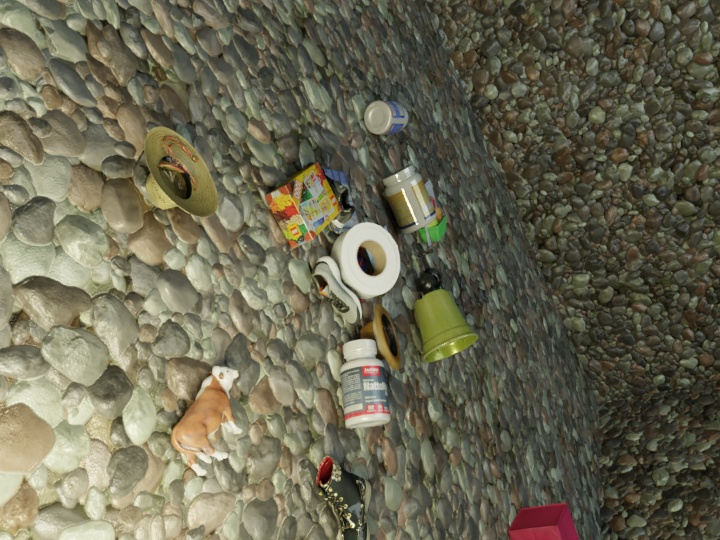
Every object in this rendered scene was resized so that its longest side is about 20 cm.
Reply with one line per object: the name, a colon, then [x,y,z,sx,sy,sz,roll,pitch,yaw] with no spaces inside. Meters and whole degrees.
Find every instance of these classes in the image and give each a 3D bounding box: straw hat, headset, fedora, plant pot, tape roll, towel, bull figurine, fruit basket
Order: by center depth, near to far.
bull figurine: [-0.275,0.271,1.110,0.123,0.064,0.201,58,33,-16]
straw hat: [-0.374,-0.170,1.178,0.202,0.084,0.204,48,24,-29]
fedora: [0.050,0.192,1.672,0.200,0.079,0.207,-20,91,-77]
tape roll: [0.016,-0.027,1.689,0.197,0.070,0.210,8,74,-29]
towel: [-0.057,-0.205,1.797,0.145,0.023,0.207,-2,75,-60]
plant pot: [0.265,0.173,1.987,0.198,0.198,0.189,14,50,-55]
headset: [0.252,0.029,2.116,0.123,0.092,0.206,-34,103,-60]
fruit basket: [0.253,-0.216,2.244,0.185,0.091,0.206,-46,118,-58]

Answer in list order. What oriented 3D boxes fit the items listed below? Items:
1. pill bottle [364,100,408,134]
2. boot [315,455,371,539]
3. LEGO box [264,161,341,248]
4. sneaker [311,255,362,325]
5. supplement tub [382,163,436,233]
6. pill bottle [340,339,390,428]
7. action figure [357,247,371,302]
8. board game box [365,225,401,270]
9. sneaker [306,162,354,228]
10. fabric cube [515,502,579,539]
pill bottle: [0.100,-0.553,2.174,0.199,0.109,0.116,-25,94,-61]
boot: [-0.044,0.538,1.349,0.154,0.072,0.208,47,33,-32]
LEGO box: [-0.145,-0.174,1.573,0.152,0.075,0.201,62,31,-15]
sneaker: [-0.067,0.065,1.588,0.203,0.073,0.080,57,42,-13]
supplement tub: [0.167,-0.248,2.078,0.205,0.141,0.144,65,30,-10]
pill bottle: [0.008,0.287,1.531,0.118,0.117,0.207,21,55,-52]
action figure: [0.000,0.000,1.755,0.065,0.050,0.206,40,44,-49]
board game box: [0.072,-0.041,1.868,0.200,0.036,0.156,-54,125,-69]
sneaker: [-0.078,-0.226,1.687,0.204,0.089,0.066,59,34,0]
fabric cube: [0.677,0.993,2.183,0.194,0.196,0.206,-8,80,-58]
